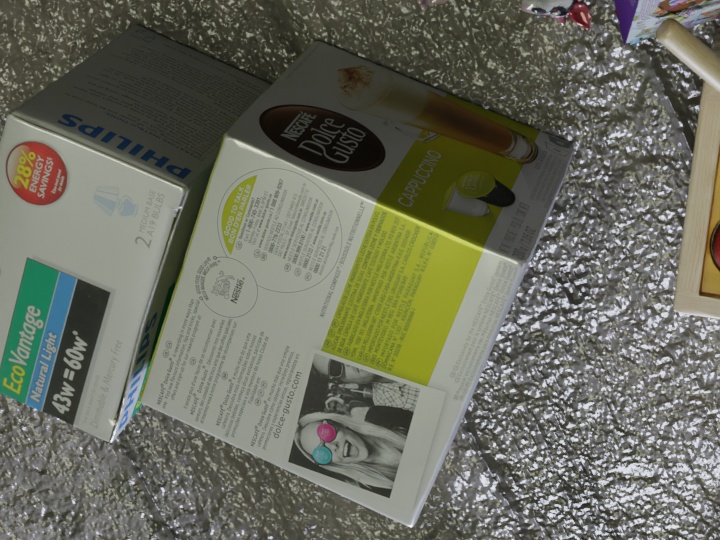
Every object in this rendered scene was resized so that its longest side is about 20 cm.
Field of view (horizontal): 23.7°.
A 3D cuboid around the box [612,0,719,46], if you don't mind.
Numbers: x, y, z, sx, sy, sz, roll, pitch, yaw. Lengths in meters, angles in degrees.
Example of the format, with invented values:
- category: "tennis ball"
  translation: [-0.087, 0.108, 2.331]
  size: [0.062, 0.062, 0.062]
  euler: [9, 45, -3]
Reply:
- category: "box"
  translation: [0.212, -0.173, 0.961]
  size: [0.136, 0.200, 0.039]
  euler: [-15, 89, 6]

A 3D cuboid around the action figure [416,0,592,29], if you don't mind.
- category: "action figure"
  translation: [0.105, -0.239, 1.050]
  size: [0.133, 0.149, 0.201]
  euler: [2, 134, 28]

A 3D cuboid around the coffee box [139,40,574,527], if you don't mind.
- category: "coffee box"
  translation: [0.000, 0.000, 1.112]
  size: [0.197, 0.200, 0.201]
  euler: [23, 118, 5]

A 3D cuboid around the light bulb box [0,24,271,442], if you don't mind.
- category: "light bulb box"
  translation: [-0.159, -0.030, 1.146]
  size: [0.124, 0.200, 0.199]
  euler: [23, 118, 6]

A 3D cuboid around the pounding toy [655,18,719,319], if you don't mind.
- category: "pounding toy"
  translation: [0.266, -0.065, 1.034]
  size: [0.183, 0.142, 0.201]
  euler: [9, 118, 12]
